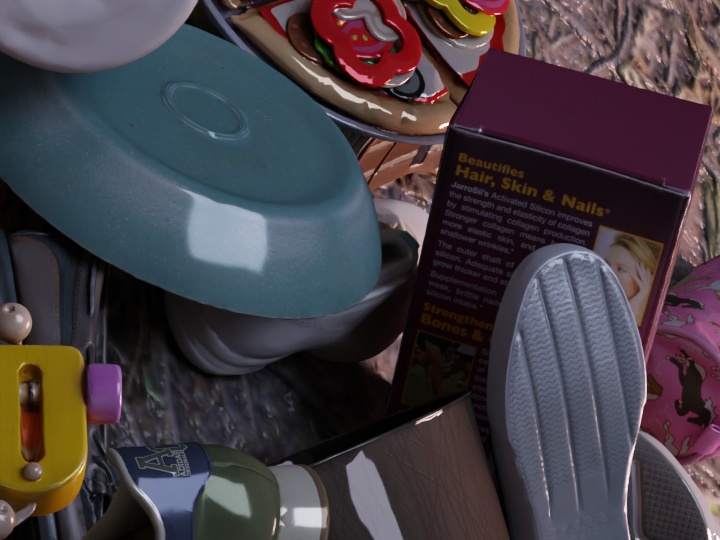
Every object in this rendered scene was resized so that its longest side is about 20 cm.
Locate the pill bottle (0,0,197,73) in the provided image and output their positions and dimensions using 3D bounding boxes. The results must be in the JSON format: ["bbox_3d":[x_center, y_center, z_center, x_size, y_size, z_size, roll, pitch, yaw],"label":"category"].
[{"bbox_3d":[-0.116,-0.162,1.175,0.111,0.111,0.200,52,11,-18],"label":"pill bottle"}]

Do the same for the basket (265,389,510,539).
[{"bbox_3d":[0.013,0.170,1.160,0.180,0.136,0.200,-22,90,-56],"label":"basket"}]

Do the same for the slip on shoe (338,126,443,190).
[{"bbox_3d":[0.021,-0.082,1.397,0.061,0.076,0.200,39,28,17],"label":"slip on shoe"}]

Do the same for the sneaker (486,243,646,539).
[{"bbox_3d":[0.080,0.083,1.214,0.073,0.071,0.201,-8,106,-22],"label":"sneaker"}]

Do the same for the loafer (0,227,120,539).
[{"bbox_3d":[-0.109,0.072,1.091,0.063,0.072,0.200,-9,69,-14],"label":"loafer"}]

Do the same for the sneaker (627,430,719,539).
[{"bbox_3d":[0.171,0.168,1.441,0.201,0.070,0.080,62,18,-8],"label":"sneaker"}]

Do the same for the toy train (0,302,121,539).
[{"bbox_3d":[-0.174,0.063,1.018,0.150,0.056,0.200,23,56,5],"label":"toy train"}]

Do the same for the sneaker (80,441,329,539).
[{"bbox_3d":[-0.097,0.144,0.997,0.090,0.200,0.067,20,17,-35],"label":"sneaker"}]

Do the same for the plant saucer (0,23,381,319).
[{"bbox_3d":[-0.072,-0.056,1.188,0.200,0.036,0.200,23,29,-13],"label":"plant saucer"}]

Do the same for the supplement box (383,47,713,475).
[{"bbox_3d":[0.082,0.013,1.268,0.110,0.200,0.086,16,32,7],"label":"supplement box"}]

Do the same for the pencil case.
[{"bbox_3d":[0.207,0.042,1.550,0.200,0.086,0.083,-28,123,-56],"label":"pencil case"}]

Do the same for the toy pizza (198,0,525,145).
[{"bbox_3d":[0.001,-0.148,1.332,0.200,0.032,0.201,20,48,-24],"label":"toy pizza"}]

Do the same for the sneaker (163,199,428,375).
[{"bbox_3d":[0.000,0.000,1.287,0.200,0.088,0.075,-21,85,-57],"label":"sneaker"}]
